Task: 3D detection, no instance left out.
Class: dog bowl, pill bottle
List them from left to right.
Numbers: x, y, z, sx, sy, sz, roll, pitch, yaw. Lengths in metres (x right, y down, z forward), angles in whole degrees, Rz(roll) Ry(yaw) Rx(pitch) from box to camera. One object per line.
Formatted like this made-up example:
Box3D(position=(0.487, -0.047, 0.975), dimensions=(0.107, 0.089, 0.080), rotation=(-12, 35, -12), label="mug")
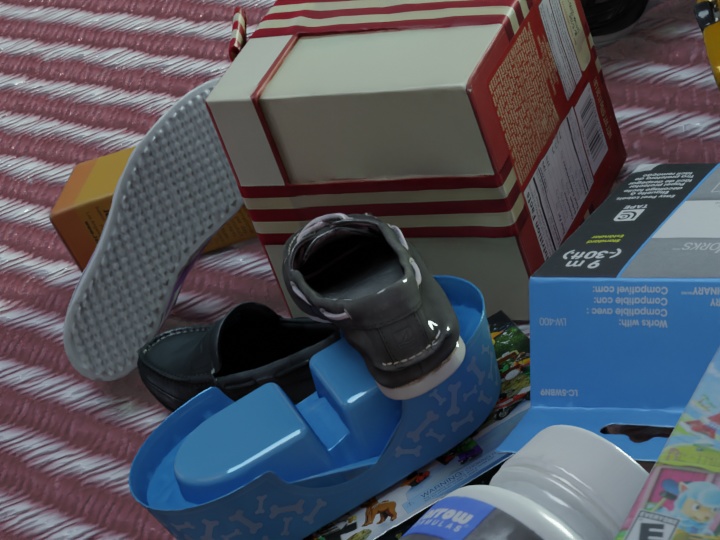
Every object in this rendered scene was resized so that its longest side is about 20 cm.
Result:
Box3D(position=(-0.018, 0.078, 1.317), dimensions=(0.200, 0.050, 0.111), rotation=(-30, 26, -6), label="dog bowl")
Box3D(position=(0.045, 0.163, 1.113), dimensions=(0.200, 0.114, 0.114), rotation=(-42, 29, -26), label="pill bottle")

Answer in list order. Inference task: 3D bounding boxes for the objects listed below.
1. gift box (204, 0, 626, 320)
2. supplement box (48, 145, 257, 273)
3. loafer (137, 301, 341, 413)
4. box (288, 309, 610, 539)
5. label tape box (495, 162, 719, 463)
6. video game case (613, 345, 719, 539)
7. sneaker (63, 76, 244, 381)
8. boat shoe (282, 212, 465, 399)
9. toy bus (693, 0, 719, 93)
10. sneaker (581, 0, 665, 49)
Box3D(position=(0.033, -0.081, 1.509), dimensions=(0.186, 0.185, 0.200), rotation=(-2, 31, 27), label="gift box")
Box3D(position=(-0.097, -0.054, 1.706), dimensions=(0.199, 0.069, 0.067), rotation=(-17, 28, 25), label="supplement box")
Box3D(position=(-0.059, 0.047, 1.476), dimensions=(0.200, 0.071, 0.068), rotation=(5, 41, 49), label="loafer")
Box3D(position=(0.017, 0.107, 1.331), dimensions=(0.200, 0.038, 0.137), rotation=(-31, 26, -6), label="box")
Box3D(position=(0.164, 0.015, 1.271), dimensions=(0.144, 0.064, 0.200), rotation=(0, 27, 33), label="label tape box")
Box3D(position=(0.220, 0.098, 1.080), dimensions=(0.199, 0.022, 0.182), rotation=(14, 43, 22), label="video game case")
Box3D(position=(-0.118, -0.031, 1.599), dimensions=(0.201, 0.073, 0.114), rotation=(-57, 1, 4), label="sneaker")
Box3D(position=(0.000, 0.000, 1.319), dimensions=(0.067, 0.057, 0.200), rotation=(-30, 25, -6), label="boat shoe")
Box3D(position=(0.235, -0.149, 1.537), dimensions=(0.065, 0.078, 0.200), rotation=(-22, 26, 14), label="toy bus")
Box3D(position=(0.169, -0.222, 1.636), dimensions=(0.200, 0.114, 0.076), rotation=(-44, 55, 24), label="sneaker")
